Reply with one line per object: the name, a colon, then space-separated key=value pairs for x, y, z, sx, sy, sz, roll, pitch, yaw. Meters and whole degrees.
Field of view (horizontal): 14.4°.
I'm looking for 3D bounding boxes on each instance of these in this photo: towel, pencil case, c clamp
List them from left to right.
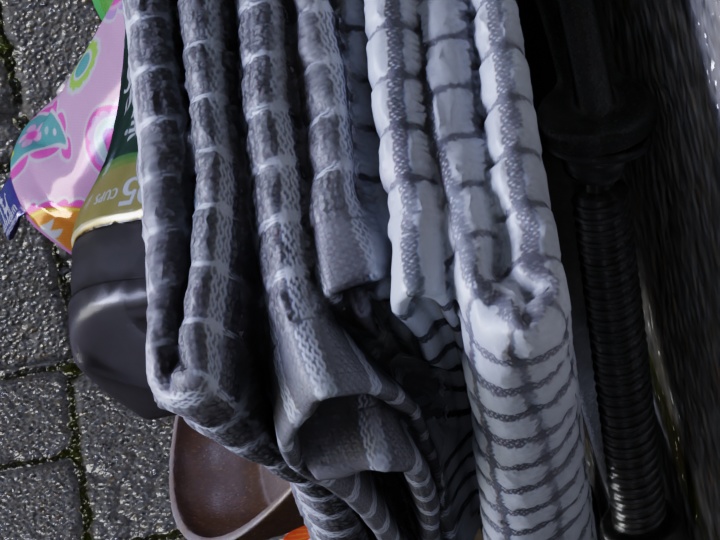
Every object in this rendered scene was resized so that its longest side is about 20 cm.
pencil case: x=-0.046 y=-0.088 z=0.960 sx=0.200 sy=0.087 sz=0.088 roll=-55 pitch=27 yaw=26
towel: x=-0.003 y=-0.031 z=0.652 sx=0.166 sy=0.085 sz=0.201 roll=73 pitch=-172 yaw=-65
c clamp: x=0.062 y=0.007 z=0.693 sx=0.171 sy=0.027 sz=0.201 roll=-94 pitch=-5 yaw=-61

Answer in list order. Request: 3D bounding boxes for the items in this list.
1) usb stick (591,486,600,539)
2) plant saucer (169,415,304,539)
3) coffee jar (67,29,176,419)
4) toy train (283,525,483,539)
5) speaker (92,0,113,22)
usb stick: x=0.074 y=0.154 z=0.851 sx=0.056 sy=0.032 sz=0.201 roll=88 pitch=172 yaw=-60
plant saucer: x=0.000 y=0.000 z=0.906 sx=0.201 sy=0.034 sz=0.201 roll=-53 pitch=22 yaw=33
coffee jar: x=-0.022 y=-0.057 z=0.803 sx=0.085 sy=0.104 sz=0.201 roll=44 pitch=-133 yaw=-57
toy train: x=0.011 y=0.122 z=0.762 sx=0.200 sy=0.055 sz=0.151 roll=52 pitch=-148 yaw=-69
speaker: x=-0.059 y=-0.112 z=1.113 sx=0.200 sy=0.088 sz=0.089 roll=-134 pitch=34 yaw=-75
